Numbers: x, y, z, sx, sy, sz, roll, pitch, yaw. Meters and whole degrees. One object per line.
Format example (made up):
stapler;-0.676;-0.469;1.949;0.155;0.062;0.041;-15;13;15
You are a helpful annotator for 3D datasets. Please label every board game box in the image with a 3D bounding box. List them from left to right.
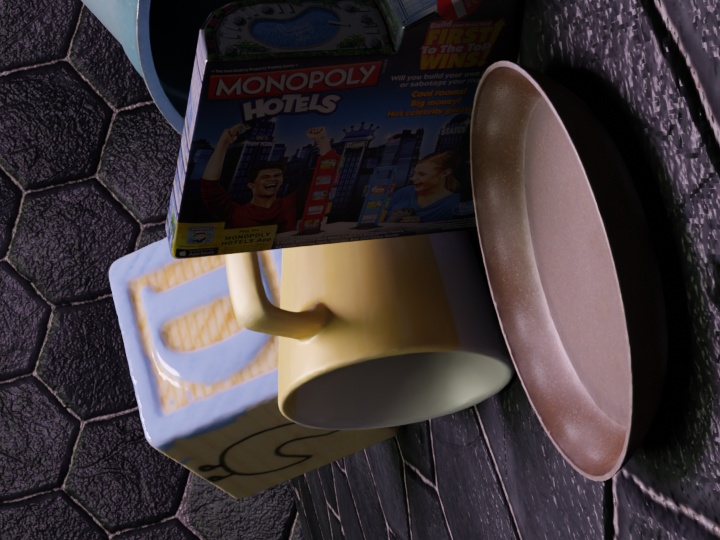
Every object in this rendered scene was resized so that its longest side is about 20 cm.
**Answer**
board game box;0.001;-0.099;0.711;0.200;0.199;0.062;110;147;-48

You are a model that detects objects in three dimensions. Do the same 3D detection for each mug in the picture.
mug;0.009;0.000;0.843;0.187;0.148;0.154;60;-160;-66

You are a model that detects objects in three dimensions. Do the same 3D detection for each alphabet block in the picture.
alphabet block;-0.097;0.075;1.269;0.200;0.194;0.198;49;-158;-60

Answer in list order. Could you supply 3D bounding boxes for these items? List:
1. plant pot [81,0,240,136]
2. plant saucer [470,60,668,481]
plant pot;-0.091;-0.198;0.792;0.196;0.199;0.201;39;147;40
plant saucer;0.098;-0.002;0.635;0.200;0.032;0.202;166;90;-82
